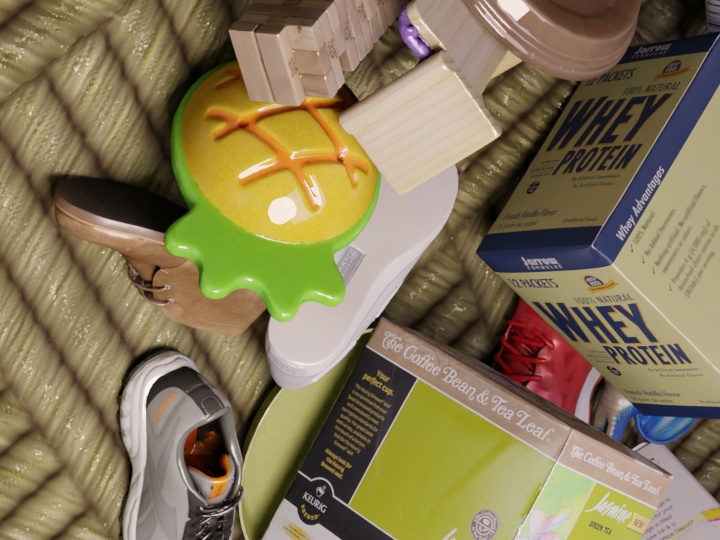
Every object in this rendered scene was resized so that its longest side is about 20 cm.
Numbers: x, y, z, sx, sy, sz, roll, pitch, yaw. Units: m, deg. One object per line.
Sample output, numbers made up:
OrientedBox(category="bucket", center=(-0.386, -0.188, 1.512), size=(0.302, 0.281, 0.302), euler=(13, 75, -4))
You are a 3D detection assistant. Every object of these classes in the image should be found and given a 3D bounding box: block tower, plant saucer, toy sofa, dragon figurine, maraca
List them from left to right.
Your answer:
OrientedBox(category="maraca", center=(-0.055, -0.054, 1.347), size=(0.137, 0.200, 0.107), euler=(17, 140, -9))
OrientedBox(category="plant saucer", center=(-0.015, 0.128, 1.574), size=(0.200, 0.031, 0.200), euler=(-21, 125, -33))
OrientedBox(category="block tower", center=(-0.006, -0.179, 1.350), size=(0.200, 0.054, 0.058), euler=(-55, 143, -39))
OrientedBox(category="toy sofa", center=(0.051, -0.138, 1.387), size=(0.098, 0.083, 0.200), euler=(54, 28, -12))
OrientedBox(category="plant saucer", center=(0.117, -0.218, 1.408), size=(0.200, 0.029, 0.200), euler=(23, 54, -37))
OrientedBox(category="dragon figurine", center=(0.237, 0.099, 1.769), size=(0.200, 0.059, 0.099), euler=(-28, 130, -24))

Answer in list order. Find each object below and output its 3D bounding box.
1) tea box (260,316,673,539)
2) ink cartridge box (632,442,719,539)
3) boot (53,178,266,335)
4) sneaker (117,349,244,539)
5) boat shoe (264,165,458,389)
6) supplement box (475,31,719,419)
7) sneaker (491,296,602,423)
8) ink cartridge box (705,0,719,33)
OrientedBox(category="tea box", center=(0.069, 0.169, 1.506), size=(0.134, 0.200, 0.197), euler=(26, 94, -46))
OrientedBox(category="ink cartridge box", center=(0.236, 0.249, 1.730), size=(0.145, 0.200, 0.084), euler=(-30, 133, -10))
OrientedBox(category="boot", center=(-0.123, -0.004, 1.383), size=(0.200, 0.074, 0.075), euler=(19, 111, -47))
OrientedBox(category="sneaker", center=(-0.114, 0.153, 1.463), size=(0.074, 0.079, 0.200), euler=(-27, 129, -32))
OrientedBox(category="boat shoe", center=(0.000, 0.000, 1.495), size=(0.200, 0.072, 0.069), euler=(-61, 177, -26))
OrientedBox(category="supplement box", center=(0.231, -0.029, 1.572), size=(0.200, 0.134, 0.200), euler=(43, 66, -25))
OrientedBox(category="sneaker", center=(0.121, 0.084, 1.644), size=(0.115, 0.078, 0.200), euler=(-23, 125, -34))
OrientedBox(category="ink cartridge box", center=(0.316, -0.286, 1.641), size=(0.200, 0.043, 0.196), euler=(-46, 138, -37))
